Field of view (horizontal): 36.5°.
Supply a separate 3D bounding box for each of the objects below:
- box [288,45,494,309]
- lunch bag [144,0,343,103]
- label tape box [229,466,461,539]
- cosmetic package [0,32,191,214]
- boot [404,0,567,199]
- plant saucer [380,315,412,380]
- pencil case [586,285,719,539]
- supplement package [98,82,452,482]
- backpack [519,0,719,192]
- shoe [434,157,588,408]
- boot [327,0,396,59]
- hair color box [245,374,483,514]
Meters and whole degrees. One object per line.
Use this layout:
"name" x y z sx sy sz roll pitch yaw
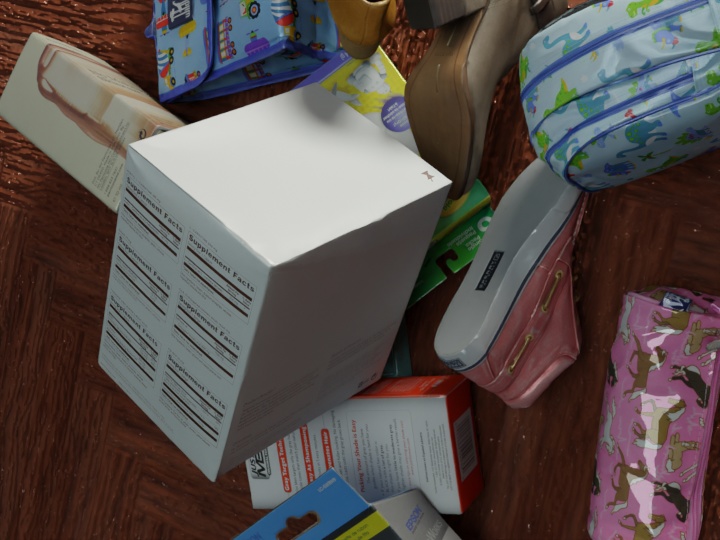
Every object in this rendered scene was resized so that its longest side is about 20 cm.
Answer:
"box" 0.020 -0.080 0.896 0.117 0.048 0.201 -36 81 2
"lunch bag" -0.117 -0.240 0.971 0.198 0.093 0.153 -10 84 37
"label tape box" 0.011 0.246 0.877 0.144 0.063 0.200 -39 94 33
"cosmetic package" -0.228 -0.127 0.995 0.199 0.103 0.088 35 102 30
"boot" 0.102 -0.173 0.827 0.070 0.145 0.202 25 137 41
"plant saucer" 0.000 0.000 0.948 0.069 0.019 0.203 -7 89 27
"pencil case" 0.221 0.114 0.805 0.081 0.087 0.203 8 96 -5
"supplement package" -0.068 0.003 0.800 0.147 0.190 0.202 38 131 24
"backpack" 0.206 -0.138 0.757 0.197 0.163 0.157 -2 87 24
"shoe" 0.140 0.005 0.854 0.202 0.091 0.071 -60 28 -11
"boot" -0.012 -0.269 0.819 0.070 0.144 0.204 -15 82 -7
"hair color box" -0.002 0.146 0.920 0.197 0.061 0.103 -4 100 26
